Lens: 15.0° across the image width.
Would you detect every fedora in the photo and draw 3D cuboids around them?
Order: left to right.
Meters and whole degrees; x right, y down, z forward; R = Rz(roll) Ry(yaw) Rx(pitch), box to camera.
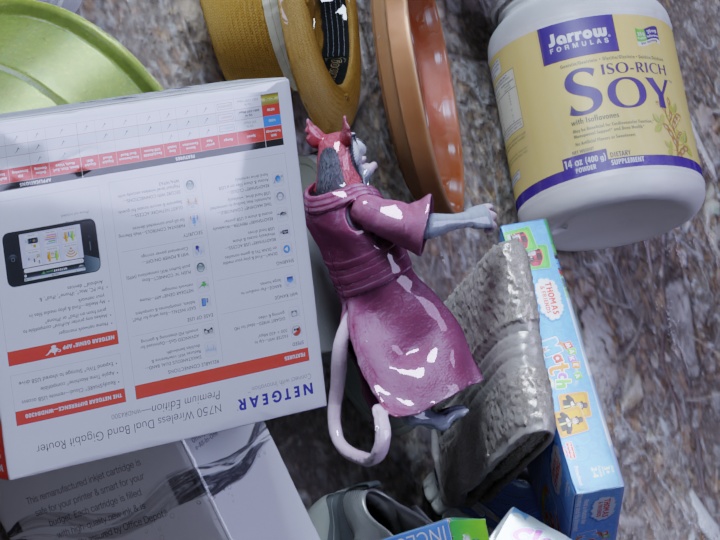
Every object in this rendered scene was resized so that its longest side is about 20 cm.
[{"bbox_3d":[-0.058,-0.178,1.802,0.201,0.082,0.201,-10,90,-78],"label":"fedora"}]

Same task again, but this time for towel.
[{"bbox_3d":[0.078,0.072,1.759,0.034,0.200,0.133,-3,70,-16],"label":"towel"}]

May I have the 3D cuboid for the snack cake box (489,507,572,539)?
[{"bbox_3d":[0.128,0.243,1.753,0.067,0.115,0.200,-52,161,-22],"label":"snack cake box"}]

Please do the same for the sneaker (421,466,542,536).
[{"bbox_3d":[0.141,0.180,1.849,0.200,0.089,0.079,39,8,3],"label":"sneaker"}]

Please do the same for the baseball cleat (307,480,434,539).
[{"bbox_3d":[0.028,0.230,1.721,0.070,0.106,0.200,-27,90,-42],"label":"baseball cleat"}]

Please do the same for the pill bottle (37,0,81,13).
[{"bbox_3d":[-0.248,-0.180,1.554,0.200,0.104,0.104,1,72,-55],"label":"pill bottle"}]

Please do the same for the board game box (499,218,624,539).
[{"bbox_3d":[0.126,0.091,1.771,0.151,0.037,0.200,89,-10,-58],"label":"board game box"}]

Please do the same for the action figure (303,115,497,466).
[{"bbox_3d":[0.000,0.000,1.686,0.149,0.134,0.200,-33,107,-27],"label":"action figure"}]

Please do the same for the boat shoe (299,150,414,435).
[{"bbox_3d":[0.007,0.012,1.839,0.062,0.073,0.200,-14,80,-52],"label":"boat shoe"}]

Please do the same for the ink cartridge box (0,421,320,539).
[{"bbox_3d":[-0.117,0.135,1.532,0.084,0.145,0.200,-35,102,-56],"label":"ink cartridge box"}]

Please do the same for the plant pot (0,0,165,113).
[{"bbox_3d":[-0.213,-0.017,1.465,0.190,0.200,0.200,-41,107,-43],"label":"plant pot"}]

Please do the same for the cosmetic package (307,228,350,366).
[{"bbox_3d":[-0.069,0.013,1.720,0.200,0.090,0.107,-7,82,-58],"label":"cosmetic package"}]

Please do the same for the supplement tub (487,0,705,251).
[{"bbox_3d":[0.176,-0.128,2.084,0.145,0.145,0.200,11,64,-52],"label":"supplement tub"}]

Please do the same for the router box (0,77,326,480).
[{"bbox_3d":[-0.120,0.000,1.409,0.200,0.049,0.180,-11,98,-36],"label":"router box"}]

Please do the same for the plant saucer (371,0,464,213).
[{"bbox_3d":[0.039,-0.133,1.936,0.200,0.032,0.200,-11,90,-81],"label":"plant saucer"}]

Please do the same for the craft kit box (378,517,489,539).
[{"bbox_3d":[0.004,0.263,1.587,0.049,0.200,0.198,9,66,-54],"label":"craft kit box"}]
